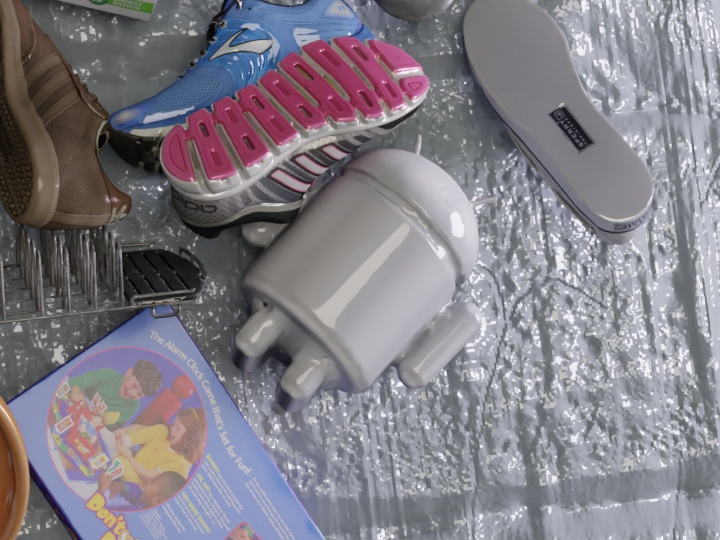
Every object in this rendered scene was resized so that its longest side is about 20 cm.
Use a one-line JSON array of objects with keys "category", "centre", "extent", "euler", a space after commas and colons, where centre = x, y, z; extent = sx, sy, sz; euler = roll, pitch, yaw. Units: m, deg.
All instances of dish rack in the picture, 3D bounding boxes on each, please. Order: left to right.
[{"category": "dish rack", "centre": [-0.198, -0.005, 1.263], "extent": [0.198, 0.153, 0.055], "euler": [-5, 106, -16]}]

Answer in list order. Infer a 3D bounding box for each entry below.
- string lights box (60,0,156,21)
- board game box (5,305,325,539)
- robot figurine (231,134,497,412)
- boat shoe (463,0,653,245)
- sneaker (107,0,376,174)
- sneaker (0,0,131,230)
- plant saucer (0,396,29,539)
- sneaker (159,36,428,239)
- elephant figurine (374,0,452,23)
[{"category": "string lights box", "centre": [-0.158, -0.254, 1.272], "extent": [0.102, 0.200, 0.059], "euler": [11, 54, -13]}, {"category": "board game box", "centre": [-0.131, 0.138, 1.316], "extent": [0.134, 0.045, 0.201], "euler": [-34, 93, -16]}, {"category": "robot figurine", "centre": [0.000, 0.000, 1.331], "extent": [0.170, 0.113, 0.200], "euler": [43, 76, 2]}, {"category": "boat shoe", "centre": [0.136, -0.104, 1.405], "extent": [0.072, 0.066, 0.201], "euler": [-33, 72, -12]}, {"category": "sneaker", "centre": [-0.086, -0.133, 1.352], "extent": [0.199, 0.079, 0.090], "euler": [-27, 80, -22]}, {"category": "sneaker", "centre": [-0.202, -0.098, 1.287], "extent": [0.075, 0.071, 0.201], "euler": [10, 44, -33]}, {"category": "plant saucer", "centre": [-0.301, 0.119, 1.234], "extent": [0.198, 0.038, 0.202], "euler": [-2, 118, -3]}, {"category": "sneaker", "centre": [-0.045, -0.082, 1.294], "extent": [0.199, 0.088, 0.074], "euler": [-29, 64, -27]}, {"category": "elephant figurine", "centre": [0.030, -0.241, 1.361], "extent": [0.200, 0.155, 0.142], "euler": [-40, 119, -14]}]
